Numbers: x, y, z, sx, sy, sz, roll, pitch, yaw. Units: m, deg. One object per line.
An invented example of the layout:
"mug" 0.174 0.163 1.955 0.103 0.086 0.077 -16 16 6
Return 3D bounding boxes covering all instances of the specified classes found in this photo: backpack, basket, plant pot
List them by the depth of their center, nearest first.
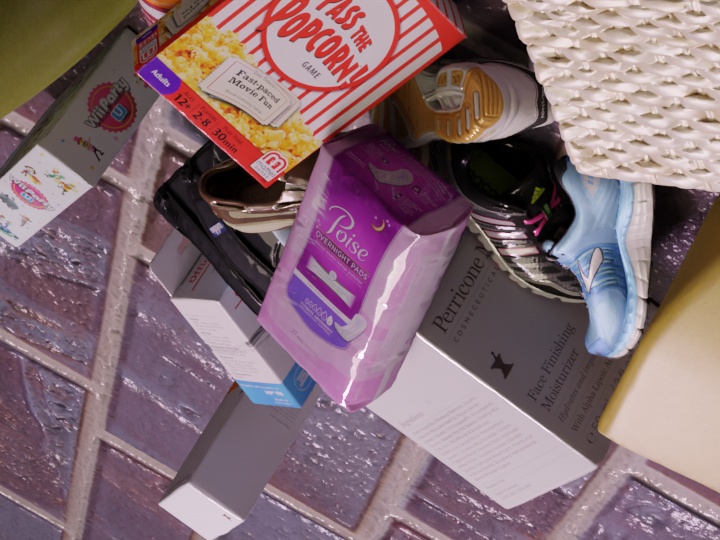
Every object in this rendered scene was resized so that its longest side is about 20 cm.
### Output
"basket" 0.217 -0.167 1.318 0.199 0.161 0.198 11 147 36
"plant pot" 0.314 0.037 1.524 0.195 0.194 0.200 25 144 12
"plant pot" -0.311 -0.207 1.723 0.187 0.200 0.187 24 151 14
"backpack" -0.067 -0.027 1.845 0.200 0.153 0.163 59 147 6

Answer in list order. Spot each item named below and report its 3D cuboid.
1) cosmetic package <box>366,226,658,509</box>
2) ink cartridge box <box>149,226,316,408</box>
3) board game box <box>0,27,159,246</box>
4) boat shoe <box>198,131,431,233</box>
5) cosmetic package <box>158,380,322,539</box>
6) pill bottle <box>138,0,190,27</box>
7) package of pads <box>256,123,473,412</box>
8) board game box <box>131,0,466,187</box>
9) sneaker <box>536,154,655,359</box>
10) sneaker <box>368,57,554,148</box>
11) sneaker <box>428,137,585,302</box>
"cosmetic package" 0.119 0.067 1.774 0.200 0.165 0.165 36 150 -10
"ink cartridge box" -0.100 0.023 1.968 0.067 0.116 0.200 5 142 41
"board game box" -0.260 -0.116 1.872 0.064 0.148 0.200 39 151 -12
"boat shoe" -0.042 -0.075 1.681 0.202 0.075 0.075 -16 152 29
"cosmetic package" -0.115 0.167 2.120 0.071 0.200 0.101 36 151 -9
"pill bottle" -0.108 -0.194 1.638 0.113 0.113 0.200 17 148 25
"package of pads" 0.000 0.000 1.621 0.120 0.076 0.200 42 131 22
"board game box" -0.046 -0.172 1.544 0.200 0.046 0.151 -36 126 19
"sneaker" 0.182 -0.018 1.628 0.089 0.079 0.201 0 126 5
"sneaker" 0.077 -0.129 1.601 0.200 0.087 0.076 22 113 59
"sneaker" 0.134 -0.049 1.671 0.200 0.074 0.087 41 157 -7
